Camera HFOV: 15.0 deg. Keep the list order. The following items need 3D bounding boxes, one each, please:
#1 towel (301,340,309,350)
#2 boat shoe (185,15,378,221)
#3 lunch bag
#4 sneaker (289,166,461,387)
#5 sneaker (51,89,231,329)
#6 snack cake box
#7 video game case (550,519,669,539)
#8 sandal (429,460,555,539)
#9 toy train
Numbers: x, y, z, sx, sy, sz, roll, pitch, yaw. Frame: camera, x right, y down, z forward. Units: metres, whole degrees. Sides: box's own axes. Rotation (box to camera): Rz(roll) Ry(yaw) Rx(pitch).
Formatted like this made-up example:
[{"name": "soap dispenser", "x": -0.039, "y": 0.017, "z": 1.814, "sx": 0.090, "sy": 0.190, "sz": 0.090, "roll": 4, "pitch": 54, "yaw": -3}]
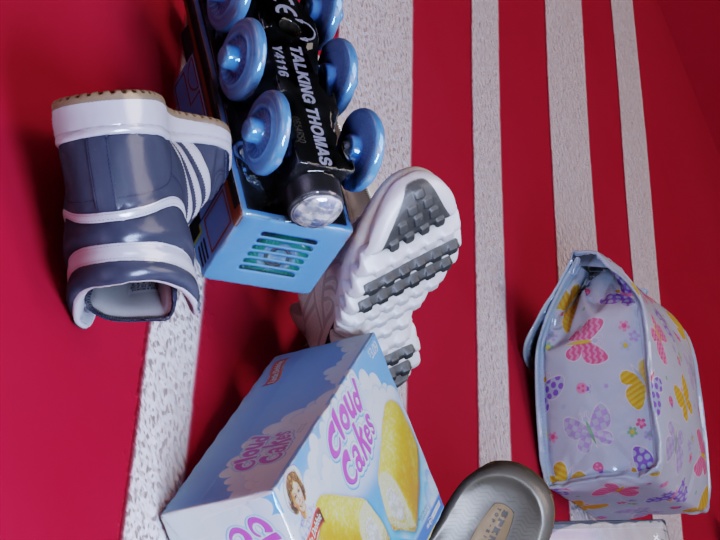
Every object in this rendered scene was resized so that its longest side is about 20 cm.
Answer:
[{"name": "towel", "x": -0.012, "y": 0.114, "z": 1.634, "sx": 0.200, "sy": 0.022, "sz": 0.145, "roll": -66, "pitch": 137, "yaw": -69}, {"name": "boat shoe", "x": -0.048, "y": -0.077, "z": 1.621, "sx": 0.200, "sy": 0.072, "sz": 0.060, "roll": 62, "pitch": 32, "yaw": -18}, {"name": "lunch bag", "x": 0.212, "y": 0.098, "z": 2.275, "sx": 0.170, "sy": 0.127, "sz": 0.200, "roll": 35, "pitch": 50, "yaw": -63}, {"name": "sneaker", "x": 0.000, "y": 0.000, "z": 1.539, "sx": 0.081, "sy": 0.075, "sz": 0.200, "roll": 55, "pitch": -29, "yaw": 23}, {"name": "sneaker", "x": -0.105, "y": -0.024, "z": 1.360, "sx": 0.200, "sy": 0.070, "sz": 0.109, "roll": 21, "pitch": 61, "yaw": -79}, {"name": "snack cake box", "x": -0.026, "y": 0.127, "z": 1.439, "sx": 0.200, "sy": 0.067, "sz": 0.115, "roll": -56, "pitch": 129, "yaw": -63}, {"name": "video game case", "x": 0.108, "y": 0.218, "z": 1.614, "sx": 0.200, "sy": 0.019, "sz": 0.143, "roll": 2, "pitch": 66, "yaw": -28}, {"name": "sandal", "x": 0.052, "y": 0.201, "z": 1.518, "sx": 0.200, "sy": 0.082, "sz": 0.055, "roll": -63, "pitch": 177, "yaw": 0}, {"name": "toy train", "x": -0.054, "y": -0.088, "z": 1.507, "sx": 0.087, "sy": 0.114, "sz": 0.200, "roll": 10, "pitch": 46, "yaw": -30}]
